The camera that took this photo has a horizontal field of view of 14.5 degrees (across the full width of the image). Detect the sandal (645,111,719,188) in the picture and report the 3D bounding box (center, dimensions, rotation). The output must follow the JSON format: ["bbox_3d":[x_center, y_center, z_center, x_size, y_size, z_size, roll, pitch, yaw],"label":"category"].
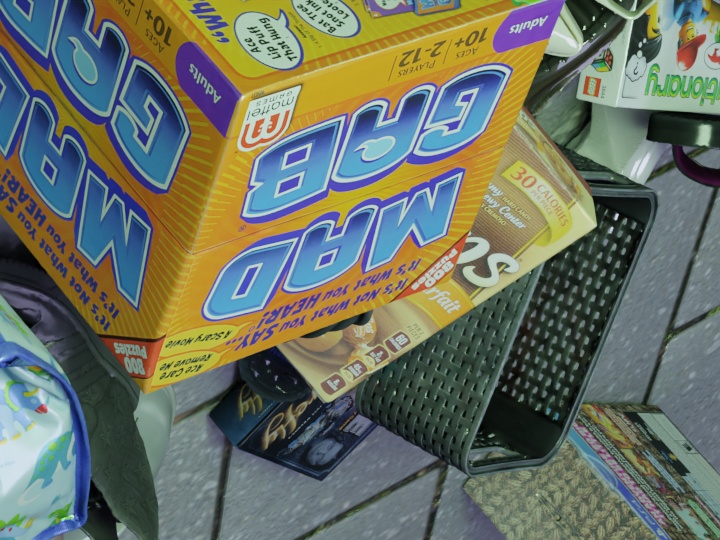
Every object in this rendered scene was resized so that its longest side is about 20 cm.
[{"bbox_3d":[0.227,-0.075,1.816,0.200,0.075,0.048,-4,102,-65],"label":"sandal"}]

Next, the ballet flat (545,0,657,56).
[{"bbox_3d":[0.124,-0.164,1.630,0.200,0.070,0.067,-31,-172,18],"label":"ballet flat"}]

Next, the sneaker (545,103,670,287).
[{"bbox_3d":[0.172,-0.073,1.896,0.088,0.075,0.200,-21,147,-57],"label":"sneaker"}]

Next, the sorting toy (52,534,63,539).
[{"bbox_3d":[-0.272,0.178,1.671,0.200,0.036,0.185,-16,143,-14],"label":"sorting toy"}]

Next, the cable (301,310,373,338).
[{"bbox_3d":[-0.029,-0.033,1.574,0.163,0.200,0.051,-38,125,11],"label":"cable"}]

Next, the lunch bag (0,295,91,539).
[{"bbox_3d":[-0.226,0.046,1.432,0.127,0.170,0.200,-30,152,-27],"label":"lunch bag"}]

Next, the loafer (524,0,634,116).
[{"bbox_3d":[0.082,-0.120,1.711,0.200,0.073,0.071,-36,158,10],"label":"loafer"}]

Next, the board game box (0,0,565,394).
[{"bbox_3d":[-0.061,-0.101,1.394,0.200,0.200,0.200,-20,146,-36],"label":"board game box"}]

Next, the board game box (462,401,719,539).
[{"bbox_3d":[0.207,0.192,2.232,0.097,0.159,0.200,-52,151,20],"label":"board game box"}]

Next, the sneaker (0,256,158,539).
[{"bbox_3d":[-0.171,0.079,1.581,0.060,0.104,0.200,-7,149,28],"label":"sneaker"}]

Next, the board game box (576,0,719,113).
[{"bbox_3d":[0.213,-0.164,1.787,0.200,0.035,0.126,-2,105,-52],"label":"board game box"}]

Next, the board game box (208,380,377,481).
[{"bbox_3d":[0.006,0.050,1.892,0.200,0.035,0.135,-46,153,8],"label":"board game box"}]

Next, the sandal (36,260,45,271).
[{"bbox_3d":[-0.125,0.024,1.648,0.075,0.048,0.200,-44,153,4],"label":"sandal"}]

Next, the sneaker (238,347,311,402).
[{"bbox_3d":[0.000,0.000,1.757,0.200,0.066,0.078,-41,-165,30],"label":"sneaker"}]

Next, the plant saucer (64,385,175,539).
[{"bbox_3d":[-0.188,0.140,1.755,0.200,0.050,0.200,-32,152,-20],"label":"plant saucer"}]

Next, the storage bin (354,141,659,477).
[{"bbox_3d":[0.094,0.021,1.814,0.135,0.094,0.200,-1,114,-58],"label":"storage bin"}]

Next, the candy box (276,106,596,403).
[{"bbox_3d":[0.024,-0.024,1.662,0.200,0.055,0.115,-34,114,17],"label":"candy box"}]
